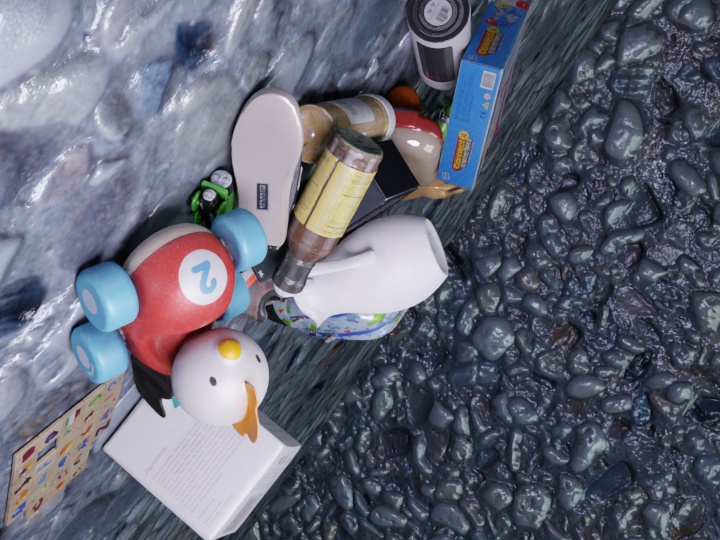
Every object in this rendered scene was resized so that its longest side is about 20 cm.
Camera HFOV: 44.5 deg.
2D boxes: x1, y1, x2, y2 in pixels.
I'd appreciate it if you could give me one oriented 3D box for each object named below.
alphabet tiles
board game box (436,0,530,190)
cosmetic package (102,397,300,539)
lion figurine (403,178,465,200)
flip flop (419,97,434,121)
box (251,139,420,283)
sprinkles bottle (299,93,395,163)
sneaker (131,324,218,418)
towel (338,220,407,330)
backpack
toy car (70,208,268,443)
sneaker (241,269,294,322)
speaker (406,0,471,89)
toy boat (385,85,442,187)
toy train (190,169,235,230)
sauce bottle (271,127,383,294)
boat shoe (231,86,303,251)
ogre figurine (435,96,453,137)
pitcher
[{"bbox_3d":[-0.358,0.221,1.062,0.167,0.008,0.200,-44,167,-45],"label":"alphabet tiles"},{"bbox_3d":[0.174,-0.252,1.240,0.201,0.056,0.196,98,12,-44],"label":"board game box"},{"bbox_3d":[-0.219,0.251,1.250,0.165,0.200,0.165,-51,170,-6],"label":"cosmetic package"},{"bbox_3d":[0.079,-0.129,1.379,0.199,0.073,0.122,-15,-170,20],"label":"lion figurine"},{"bbox_3d":[0.076,-0.227,1.411,0.081,0.058,0.200,-48,155,-4],"label":"flip flop"},{"bbox_3d":[-0.042,-0.076,1.097,0.200,0.079,0.141,-32,-178,23],"label":"box"},{"bbox_3d":[-0.021,-0.176,1.070,0.068,0.068,0.200,-57,169,24],"label":"sprinkles bottle"},{"bbox_3d":[-0.216,0.111,1.107,0.121,0.084,0.200,-43,175,-26],"label":"sneaker"},{"bbox_3d":[0.006,-0.002,1.403,0.032,0.191,0.200,-45,173,-31],"label":"towel"},{"bbox_3d":[-0.027,0.028,1.311,0.200,0.154,0.163,-18,-158,47],"label":"backpack"},{"bbox_3d":[-0.146,0.073,0.853,0.184,0.200,0.177,-27,157,-36],"label":"toy car"},{"bbox_3d":[-0.102,0.002,1.251,0.200,0.082,0.077,-46,175,-29],"label":"sneaker"},{"bbox_3d":[0.109,-0.309,1.177,0.081,0.081,0.200,-53,171,0],"label":"speaker"},{"bbox_3d":[0.055,-0.202,1.265,0.200,0.130,0.131,84,15,-76],"label":"toy boat"},{"bbox_3d":[-0.156,-0.045,0.979,0.200,0.042,0.057,103,12,-63],"label":"toy train"},{"bbox_3d":[-0.044,-0.062,0.988,0.200,0.065,0.065,-59,169,27],"label":"sauce bottle"},{"bbox_3d":[-0.097,-0.123,0.939,0.093,0.074,0.201,-84,-173,-48],"label":"boat shoe"},{"bbox_3d":[0.148,-0.235,1.563,0.120,0.098,0.200,-59,-167,0],"label":"ogre figurine"},{"bbox_3d":[0.000,0.000,1.124,0.199,0.122,0.171,-20,167,15],"label":"pitcher"}]
